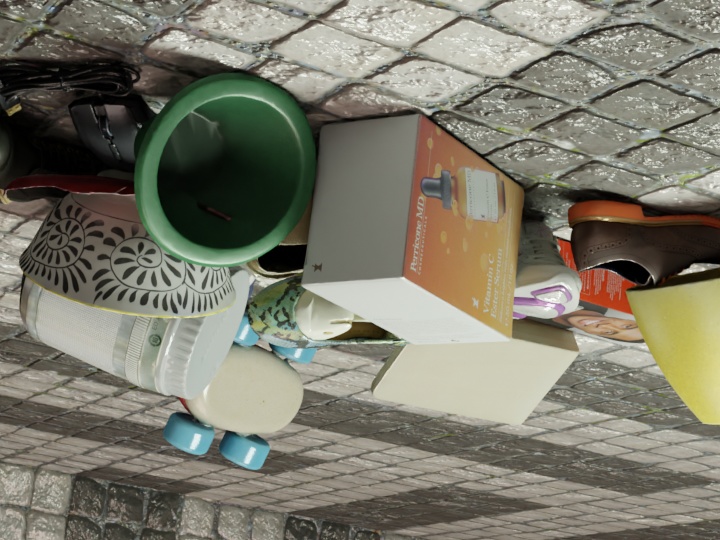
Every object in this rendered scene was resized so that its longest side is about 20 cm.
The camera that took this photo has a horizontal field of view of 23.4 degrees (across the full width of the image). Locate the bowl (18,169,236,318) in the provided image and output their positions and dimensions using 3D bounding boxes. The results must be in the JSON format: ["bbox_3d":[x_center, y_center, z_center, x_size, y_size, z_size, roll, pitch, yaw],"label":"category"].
[{"bbox_3d":[-0.203,-0.035,1.576,0.200,0.094,0.201,12,-164,-4],"label":"bowl"}]

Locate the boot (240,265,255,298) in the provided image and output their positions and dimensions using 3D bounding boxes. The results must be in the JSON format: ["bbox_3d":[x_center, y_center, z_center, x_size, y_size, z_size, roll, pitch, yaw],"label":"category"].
[{"bbox_3d":[-0.213,0.006,1.912,0.199,0.073,0.090,6,158,-4],"label":"boot"}]

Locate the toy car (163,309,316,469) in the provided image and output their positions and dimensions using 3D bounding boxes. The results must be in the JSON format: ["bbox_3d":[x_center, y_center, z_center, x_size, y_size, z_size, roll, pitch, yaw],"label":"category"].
[{"bbox_3d":[-0.186,0.123,2.219,0.177,0.185,0.200,20,-173,-39],"label":"toy car"}]

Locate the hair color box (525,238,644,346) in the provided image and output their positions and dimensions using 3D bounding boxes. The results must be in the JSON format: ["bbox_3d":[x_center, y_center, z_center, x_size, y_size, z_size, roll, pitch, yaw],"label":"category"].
[{"bbox_3d":[0.243,0.025,1.835,0.200,0.061,0.101,15,161,-30],"label":"hair color box"}]

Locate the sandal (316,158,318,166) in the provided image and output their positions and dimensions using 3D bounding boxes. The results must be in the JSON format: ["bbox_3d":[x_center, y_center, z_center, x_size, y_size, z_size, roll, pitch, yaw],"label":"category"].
[{"bbox_3d":[-0.025,-0.074,1.627,0.082,0.050,0.203,17,164,24],"label":"sandal"}]

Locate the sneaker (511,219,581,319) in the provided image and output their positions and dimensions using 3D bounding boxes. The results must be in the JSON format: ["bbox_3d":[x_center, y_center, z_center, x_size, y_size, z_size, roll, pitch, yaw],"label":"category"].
[{"bbox_3d":[0.161,-0.005,1.673,0.075,0.100,0.200,15,175,-14],"label":"sneaker"}]

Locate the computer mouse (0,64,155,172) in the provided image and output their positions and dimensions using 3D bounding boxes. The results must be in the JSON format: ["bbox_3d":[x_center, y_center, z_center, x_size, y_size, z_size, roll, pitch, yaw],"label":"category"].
[{"bbox_3d":[-0.244,-0.125,1.529,0.140,0.046,0.200,2,163,9],"label":"computer mouse"}]

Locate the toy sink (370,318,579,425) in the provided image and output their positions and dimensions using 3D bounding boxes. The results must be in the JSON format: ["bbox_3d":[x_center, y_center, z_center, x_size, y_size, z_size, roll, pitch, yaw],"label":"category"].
[{"bbox_3d":[0.112,0.073,1.887,0.200,0.112,0.130,12,131,-27],"label":"toy sink"}]

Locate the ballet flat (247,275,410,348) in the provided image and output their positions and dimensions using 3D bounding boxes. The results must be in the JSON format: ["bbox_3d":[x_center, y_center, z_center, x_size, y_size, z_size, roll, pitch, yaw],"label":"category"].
[{"bbox_3d":[-0.009,0.038,1.639,0.200,0.074,0.074,-2,170,-34],"label":"ballet flat"}]

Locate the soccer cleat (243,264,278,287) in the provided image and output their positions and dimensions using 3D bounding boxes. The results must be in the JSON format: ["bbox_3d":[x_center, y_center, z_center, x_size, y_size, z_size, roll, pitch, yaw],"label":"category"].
[{"bbox_3d":[-0.087,-0.013,1.782,0.200,0.087,0.070,21,158,-41],"label":"soccer cleat"}]

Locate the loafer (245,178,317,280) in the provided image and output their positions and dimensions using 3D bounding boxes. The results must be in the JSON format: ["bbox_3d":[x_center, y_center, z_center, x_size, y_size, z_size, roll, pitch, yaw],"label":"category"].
[{"bbox_3d":[-0.075,-0.026,1.591,0.076,0.068,0.200,-2,161,-5],"label":"loafer"}]

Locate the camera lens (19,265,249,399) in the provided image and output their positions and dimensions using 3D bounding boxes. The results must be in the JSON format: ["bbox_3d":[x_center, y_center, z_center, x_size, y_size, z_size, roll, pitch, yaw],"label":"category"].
[{"bbox_3d":[-0.233,0.026,1.765,0.200,0.160,0.160,23,166,11],"label":"camera lens"}]

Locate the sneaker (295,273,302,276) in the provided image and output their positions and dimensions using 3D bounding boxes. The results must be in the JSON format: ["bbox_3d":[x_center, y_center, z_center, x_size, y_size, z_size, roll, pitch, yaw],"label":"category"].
[{"bbox_3d":[0.000,0.000,1.726,0.076,0.076,0.200,-27,-174,43],"label":"sneaker"}]

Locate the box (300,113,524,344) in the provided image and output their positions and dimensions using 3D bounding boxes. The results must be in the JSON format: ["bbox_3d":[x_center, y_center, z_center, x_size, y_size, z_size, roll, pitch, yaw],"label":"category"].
[{"bbox_3d":[0.051,-0.032,1.552,0.106,0.153,0.200,-3,162,32],"label":"box"}]

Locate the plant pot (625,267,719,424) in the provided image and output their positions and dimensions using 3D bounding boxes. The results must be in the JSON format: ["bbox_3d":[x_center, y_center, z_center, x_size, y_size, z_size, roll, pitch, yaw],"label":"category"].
[{"bbox_3d":[0.369,0.069,1.679,0.199,0.142,0.200,-11,-179,0],"label":"plant pot"}]

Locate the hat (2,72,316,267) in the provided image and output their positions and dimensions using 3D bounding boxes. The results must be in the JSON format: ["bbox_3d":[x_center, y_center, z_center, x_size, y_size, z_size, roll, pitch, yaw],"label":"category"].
[{"bbox_3d":[-0.165,-0.105,1.502,0.200,0.166,0.176,12,-172,-37],"label":"hat"}]

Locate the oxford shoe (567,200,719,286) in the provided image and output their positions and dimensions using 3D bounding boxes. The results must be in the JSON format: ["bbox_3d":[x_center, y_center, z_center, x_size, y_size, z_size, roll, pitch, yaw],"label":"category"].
[{"bbox_3d":[0.289,-0.015,1.656,0.199,0.073,0.071,7,163,-16],"label":"oxford shoe"}]

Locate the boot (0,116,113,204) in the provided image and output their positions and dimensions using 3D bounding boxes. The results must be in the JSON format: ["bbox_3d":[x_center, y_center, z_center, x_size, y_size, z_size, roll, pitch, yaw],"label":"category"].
[{"bbox_3d":[-0.283,-0.103,1.597,0.138,0.078,0.200,3,177,-4],"label":"boot"}]
